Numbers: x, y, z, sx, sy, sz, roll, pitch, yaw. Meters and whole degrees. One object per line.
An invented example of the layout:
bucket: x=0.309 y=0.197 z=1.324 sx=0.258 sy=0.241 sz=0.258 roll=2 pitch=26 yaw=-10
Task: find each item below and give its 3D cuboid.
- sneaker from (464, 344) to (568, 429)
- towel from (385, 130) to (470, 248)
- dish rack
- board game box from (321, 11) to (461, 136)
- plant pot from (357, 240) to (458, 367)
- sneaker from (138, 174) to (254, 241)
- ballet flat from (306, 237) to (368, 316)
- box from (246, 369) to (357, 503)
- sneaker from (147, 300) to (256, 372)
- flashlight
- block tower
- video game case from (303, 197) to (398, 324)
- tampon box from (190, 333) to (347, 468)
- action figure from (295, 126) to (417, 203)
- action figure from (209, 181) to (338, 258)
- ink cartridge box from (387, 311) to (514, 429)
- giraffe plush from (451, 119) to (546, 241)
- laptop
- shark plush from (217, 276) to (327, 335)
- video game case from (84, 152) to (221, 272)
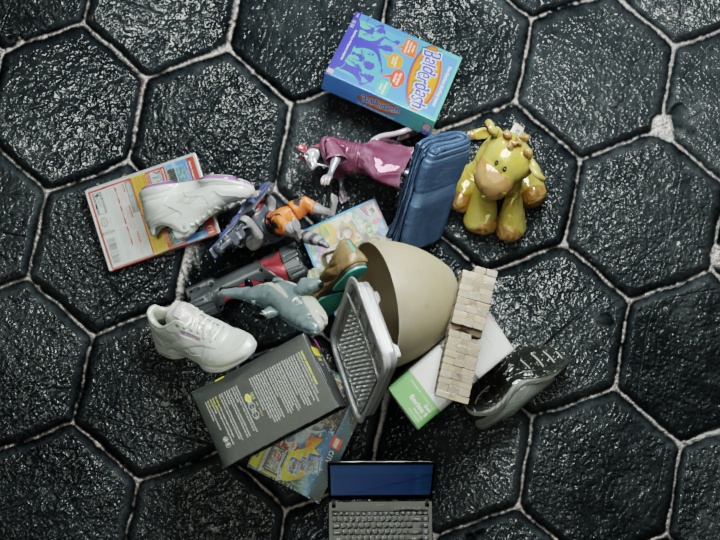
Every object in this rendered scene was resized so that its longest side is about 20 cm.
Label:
sneaker: x=0.255 y=0.190 z=1.756 sx=0.198 sy=0.080 sz=0.074 roll=-28 pitch=46 yaw=-15
towel: x=0.110 y=-0.128 z=1.715 sx=0.110 sy=0.202 sz=0.048 roll=-19 pitch=48 yaw=-38
dish rack: x=0.009 y=0.123 z=1.665 sx=0.043 sy=0.201 sz=0.174 roll=-9 pitch=58 yaw=-21
board game box: x=0.053 y=-0.327 z=1.770 sx=0.197 sy=0.045 sz=0.154 roll=23 pitch=58 yaw=0
plant pot: x=0.080 y=0.045 z=1.694 sx=0.132 sy=0.200 sz=0.204 roll=-9 pitch=85 yaw=-21
sneaker: x=-0.263 y=-0.103 z=1.749 sx=0.196 sy=0.075 sz=0.102 roll=-7 pitch=89 yaw=14
ballet flat: x=-0.052 y=0.014 z=1.718 sx=0.067 sy=0.200 sz=0.073 roll=-10 pitch=64 yaw=-32
box: x=-0.083 y=0.259 z=1.757 sx=0.135 sy=0.038 sz=0.203 roll=26 pitch=86 yaw=2
sneaker: x=-0.259 y=0.102 z=1.697 sx=0.197 sy=0.101 sz=0.075 roll=7 pitch=45 yaw=26
flashlight: x=-0.184 y=0.025 z=1.765 sx=0.197 sy=0.068 sz=0.068 roll=-26 pitch=61 yaw=1
block tower: x=0.158 y=0.097 z=1.619 sx=0.053 sy=0.058 sz=0.204 roll=14 pitch=82 yaw=2
video game case: x=0.000 y=0.000 z=1.788 sx=0.141 sy=0.018 sz=0.203 roll=-23 pitch=86 yaw=-3
tampon box: x=-0.138 y=0.201 z=1.668 sx=0.198 sy=0.150 sz=0.128 roll=-27 pitch=82 yaw=1
action figure: x=-0.008 y=-0.189 z=1.745 sx=0.196 sy=0.134 sz=0.152 roll=13 pitch=85 yaw=-2
action figure: x=-0.151 y=-0.059 z=1.722 sx=0.201 sy=0.191 sz=0.106 roll=-52 pitch=124 yaw=-40
ink cartridge box: x=0.141 y=0.157 z=1.713 sx=0.199 sy=0.146 sz=0.085 roll=-38 pitch=86 yaw=-3
giraffe plush: x=0.232 y=-0.160 z=1.729 sx=0.169 sy=0.162 sz=0.204 roll=15 pitch=86 yaw=1
laptop: x=0.033 y=0.403 z=1.715 sx=0.173 sy=0.103 sz=0.204 roll=0 pitch=86 yaw=0
shark plush: x=-0.136 y=0.046 z=1.682 sx=0.197 sy=0.092 sz=0.084 roll=23 pitch=44 yaw=14
video game case: x=-0.348 y=-0.097 z=1.792 sx=0.197 sy=0.017 sz=0.145 roll=-19 pitch=86 yaw=-2
